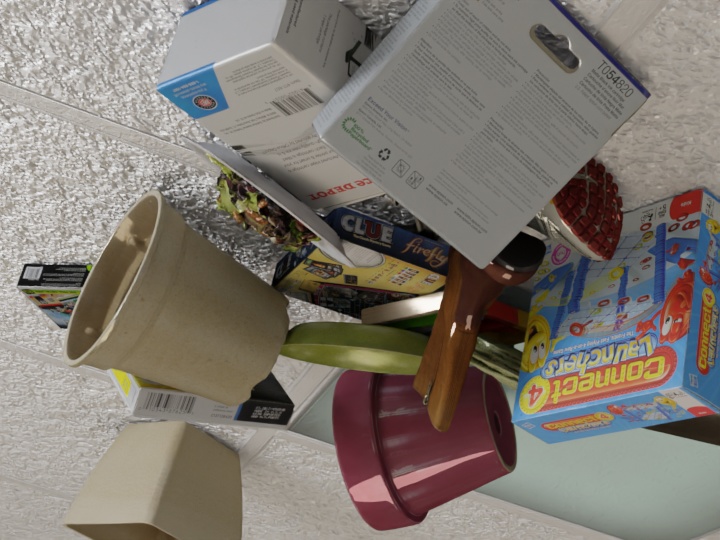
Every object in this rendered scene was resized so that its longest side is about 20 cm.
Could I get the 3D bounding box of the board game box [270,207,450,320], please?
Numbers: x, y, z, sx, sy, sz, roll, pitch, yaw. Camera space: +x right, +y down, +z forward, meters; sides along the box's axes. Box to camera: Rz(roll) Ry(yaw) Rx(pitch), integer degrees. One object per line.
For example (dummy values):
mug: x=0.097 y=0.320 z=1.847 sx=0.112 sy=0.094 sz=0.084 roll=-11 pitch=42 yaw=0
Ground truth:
board game box: x=0.000 y=0.000 z=1.387 sx=0.135 sy=0.035 sz=0.200 roll=19 pitch=158 yaw=-16

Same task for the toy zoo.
toy zoo: x=0.111 y=0.060 z=1.442 sx=0.131 sy=0.021 sz=0.200 roll=-14 pitch=159 yaw=36

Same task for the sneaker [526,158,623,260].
sneaker: x=0.154 y=-0.075 z=1.178 sx=0.200 sy=0.078 sz=0.082 roll=36 pitch=153 yaw=-22

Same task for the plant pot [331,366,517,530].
plant pot: x=0.085 y=0.197 z=1.598 sx=0.178 sy=0.201 sz=0.200 roll=-16 pitch=143 yaw=18

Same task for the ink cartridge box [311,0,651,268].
ink cartridge box: x=0.097 y=-0.127 z=1.048 sx=0.200 sy=0.041 sz=0.199 roll=-45 pitch=122 yaw=12

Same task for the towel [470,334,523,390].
towel: x=0.167 y=0.106 z=1.392 sx=0.148 sy=0.037 sz=0.200 roll=27 pitch=-177 yaw=33

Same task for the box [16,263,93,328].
box: x=-0.303 y=0.034 z=1.613 sx=0.199 sy=0.035 sz=0.110 roll=1 pitch=150 yaw=23

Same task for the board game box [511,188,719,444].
board game box: x=0.240 y=0.045 z=1.216 sx=0.056 sy=0.197 sz=0.200 roll=31 pitch=147 yaw=-30

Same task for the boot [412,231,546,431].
boot: x=0.094 y=0.050 z=1.215 sx=0.068 sy=0.201 sz=0.188 roll=15 pitch=-168 yaw=-16

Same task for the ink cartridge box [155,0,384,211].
ink cartridge box: x=-0.044 y=-0.145 z=1.110 sx=0.146 sy=0.085 sz=0.200 roll=-12 pitch=144 yaw=41

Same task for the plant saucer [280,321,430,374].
plant saucer: x=0.005 y=0.083 z=1.436 sx=0.199 sy=0.031 sz=0.200 roll=7 pitch=170 yaw=1

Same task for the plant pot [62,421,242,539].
plant pot: x=-0.293 y=0.336 z=2.016 sx=0.199 sy=0.178 sz=0.200 roll=-10 pitch=144 yaw=39

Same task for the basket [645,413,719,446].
basket: x=0.357 y=0.113 z=1.365 sx=0.199 sy=0.137 sz=0.180 roll=8 pitch=164 yaw=18

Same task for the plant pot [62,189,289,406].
plant pot: x=-0.181 y=0.046 z=1.394 sx=0.183 sy=0.201 sz=0.200 roll=28 pitch=149 yaw=-22

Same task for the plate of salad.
plate of salad: x=-0.090 y=-0.055 z=1.221 sx=0.200 sy=0.048 sz=0.200 roll=38 pitch=177 yaw=2

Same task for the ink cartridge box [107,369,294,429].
ink cartridge box: x=-0.199 y=0.106 z=1.528 sx=0.197 sy=0.200 sz=0.047 roll=8 pitch=116 yaw=-34

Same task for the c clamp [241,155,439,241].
c clamp: x=-0.020 y=-0.068 z=1.304 sx=0.199 sy=0.027 sz=0.171 roll=9 pitch=152 yaw=9
